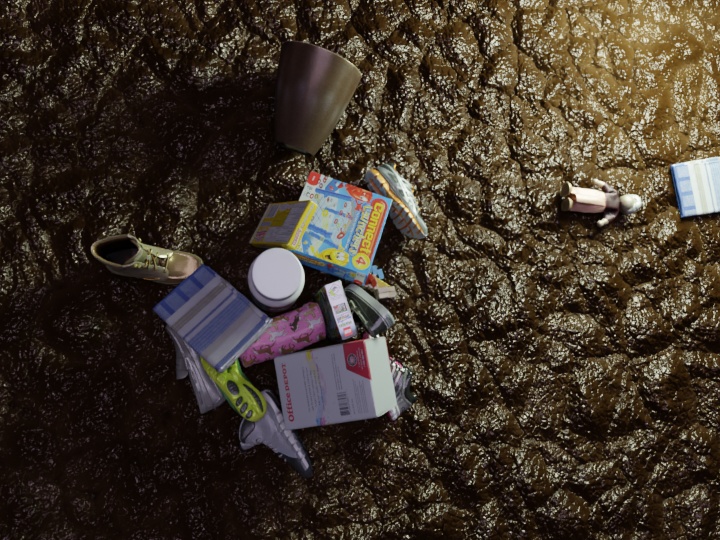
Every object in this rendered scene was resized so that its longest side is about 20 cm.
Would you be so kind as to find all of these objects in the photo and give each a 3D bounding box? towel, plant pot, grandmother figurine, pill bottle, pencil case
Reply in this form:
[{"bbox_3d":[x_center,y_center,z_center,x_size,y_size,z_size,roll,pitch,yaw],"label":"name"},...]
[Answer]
[{"bbox_3d":[-0.295,0.092,1.087,0.199,0.024,0.147,38,64,13],"label":"towel"},{"bbox_3d":[-0.115,-0.363,1.196,0.185,0.187,0.202,18,93,-7],"label":"plant pot"},{"bbox_3d":[0.602,-0.169,1.350,0.197,0.061,0.123,2,90,-8],"label":"grandmother figurine"},{"bbox_3d":[0.918,-0.223,1.434,0.197,0.024,0.149,-10,86,-10],"label":"towel"},{"bbox_3d":[-0.172,0.021,1.104,0.112,0.200,0.116,1,82,-10],"label":"pill bottle"},{"bbox_3d":[-0.172,0.135,1.149,0.198,0.086,0.084,-19,109,-13],"label":"pencil case"}]

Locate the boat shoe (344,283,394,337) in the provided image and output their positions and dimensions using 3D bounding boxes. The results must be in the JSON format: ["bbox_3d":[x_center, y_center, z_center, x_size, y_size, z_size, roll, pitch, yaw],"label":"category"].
[{"bbox_3d":[-0.002,0.083,1.132,0.063,0.200,0.071,-37,113,-11],"label":"boat shoe"}]

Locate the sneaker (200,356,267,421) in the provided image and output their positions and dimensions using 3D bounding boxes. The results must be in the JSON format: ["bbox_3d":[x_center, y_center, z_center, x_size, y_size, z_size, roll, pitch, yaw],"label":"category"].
[{"bbox_3d":[-0.262,0.222,1.092,0.074,0.084,0.201,-27,74,-28],"label":"sneaker"}]

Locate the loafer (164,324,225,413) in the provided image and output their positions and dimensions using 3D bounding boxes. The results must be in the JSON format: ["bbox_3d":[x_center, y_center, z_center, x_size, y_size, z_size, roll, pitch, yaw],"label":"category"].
[{"bbox_3d":[-0.349,0.197,1.113,0.069,0.070,0.201,-31,89,-22],"label":"loafer"}]

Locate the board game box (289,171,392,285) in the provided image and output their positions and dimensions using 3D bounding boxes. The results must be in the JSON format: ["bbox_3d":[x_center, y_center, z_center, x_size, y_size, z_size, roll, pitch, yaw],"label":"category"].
[{"bbox_3d":[-0.051,-0.094,1.182,0.193,0.056,0.202,18,64,0],"label":"board game box"}]

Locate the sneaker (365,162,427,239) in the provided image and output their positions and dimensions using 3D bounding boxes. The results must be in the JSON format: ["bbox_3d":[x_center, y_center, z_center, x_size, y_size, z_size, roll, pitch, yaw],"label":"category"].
[{"bbox_3d":[0.097,-0.163,1.247,0.077,0.078,0.201,-37,93,-26],"label":"sneaker"}]

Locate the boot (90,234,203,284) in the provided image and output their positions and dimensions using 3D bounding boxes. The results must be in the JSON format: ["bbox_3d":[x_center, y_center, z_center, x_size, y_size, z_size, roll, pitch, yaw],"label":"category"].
[{"bbox_3d":[-0.420,-0.022,1.086,0.197,0.155,0.074,8,79,-12],"label":"boot"}]

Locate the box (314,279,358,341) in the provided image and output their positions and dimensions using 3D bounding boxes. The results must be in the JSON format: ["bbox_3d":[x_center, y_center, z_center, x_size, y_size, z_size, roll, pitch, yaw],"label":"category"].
[{"bbox_3d":[-0.054,0.088,1.116,0.034,0.200,0.111,-17,85,-12],"label":"box"}]

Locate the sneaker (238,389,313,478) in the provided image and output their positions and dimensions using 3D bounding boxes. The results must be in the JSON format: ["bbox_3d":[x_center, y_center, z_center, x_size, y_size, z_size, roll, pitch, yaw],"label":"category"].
[{"bbox_3d":[-0.187,0.359,1.125,0.115,0.075,0.201,-31,78,-8],"label":"sneaker"}]

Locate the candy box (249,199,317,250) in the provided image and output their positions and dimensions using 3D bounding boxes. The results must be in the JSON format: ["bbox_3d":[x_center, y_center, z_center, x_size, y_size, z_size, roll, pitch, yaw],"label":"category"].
[{"bbox_3d":[-0.165,-0.094,1.128,0.026,0.199,0.103,30,78,-31],"label":"candy box"}]

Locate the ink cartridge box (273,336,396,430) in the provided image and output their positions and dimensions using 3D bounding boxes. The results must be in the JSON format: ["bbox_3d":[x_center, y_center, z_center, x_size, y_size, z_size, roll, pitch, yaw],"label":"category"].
[{"bbox_3d":[-0.049,0.223,1.090,0.197,0.144,0.147,-12,83,18],"label":"ink cartridge box"}]

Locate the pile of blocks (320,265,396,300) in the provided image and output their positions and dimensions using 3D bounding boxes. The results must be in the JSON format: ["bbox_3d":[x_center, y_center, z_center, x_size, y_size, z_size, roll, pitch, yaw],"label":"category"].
[{"bbox_3d":[0.000,0.000,1.210,0.198,0.062,0.083,26,78,-6],"label":"pile of blocks"}]

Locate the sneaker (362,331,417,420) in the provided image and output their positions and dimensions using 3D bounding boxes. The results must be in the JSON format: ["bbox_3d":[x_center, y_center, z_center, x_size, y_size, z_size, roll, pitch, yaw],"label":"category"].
[{"bbox_3d":[0.067,0.218,1.188,0.087,0.074,0.202,-20,88,-15],"label":"sneaker"}]
